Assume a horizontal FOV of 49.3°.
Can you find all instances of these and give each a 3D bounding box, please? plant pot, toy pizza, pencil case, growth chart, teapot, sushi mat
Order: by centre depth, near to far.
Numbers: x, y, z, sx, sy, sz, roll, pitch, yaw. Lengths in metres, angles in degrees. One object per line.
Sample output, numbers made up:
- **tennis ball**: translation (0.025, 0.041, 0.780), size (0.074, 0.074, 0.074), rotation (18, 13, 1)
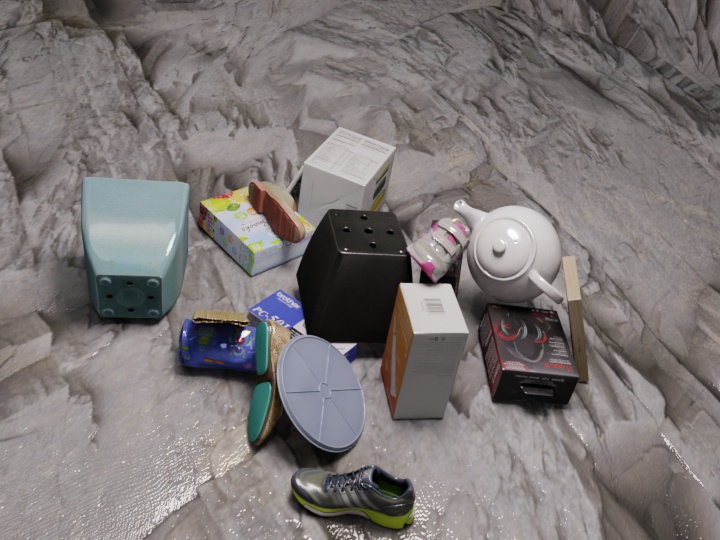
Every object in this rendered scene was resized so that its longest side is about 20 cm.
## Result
- **toy pizza**: translation (-0.068, 0.203, 1.294), size (0.199, 0.031, 0.203), rotation (33, 41, -34)
- **pencil case**: translation (-0.220, 0.139, 1.364), size (0.195, 0.079, 0.088), rotation (9, 49, -4)
- **sushi mat**: translation (-0.246, 0.083, 1.379), size (0.094, 0.012, 0.200), rotation (7, 0, -11)
- **plant pot**: translation (-0.414, -0.025, 1.439), size (0.191, 0.198, 0.203), rotation (1, 48, -13)
- **plant pot**: translation (0.000, 0.000, 1.447), size (0.196, 0.180, 0.201), rotation (3, 38, -15)
- **teapot**: translation (0.284, -0.033, 1.482), size (0.196, 0.202, 0.146), rotation (-3, -8, 24)
- **growth chart**: translation (-0.123, -0.232, 1.812), size (0.018, 0.145, 0.200), rotation (37, 35, -1)

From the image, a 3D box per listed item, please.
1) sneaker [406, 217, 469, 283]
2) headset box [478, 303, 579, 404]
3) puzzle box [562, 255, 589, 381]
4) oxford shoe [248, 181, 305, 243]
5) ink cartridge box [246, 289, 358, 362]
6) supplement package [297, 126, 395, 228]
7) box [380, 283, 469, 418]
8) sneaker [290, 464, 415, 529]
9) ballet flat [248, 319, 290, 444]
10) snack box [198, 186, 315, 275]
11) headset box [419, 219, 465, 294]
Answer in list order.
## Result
- **sneaker**: translation (0.143, -0.048, 1.385), size (0.081, 0.088, 0.200), rotation (47, 24, -6)
- **headset box**: translation (0.311, 0.160, 1.461), size (0.145, 0.076, 0.202), rotation (7, 38, -7)
- **puzzle box**: translation (0.409, 0.091, 1.490), size (0.025, 0.203, 0.134), rotation (-6, 34, 14)
- **oxford shoe**: translation (-0.157, -0.129, 1.615), size (0.073, 0.072, 0.200), rotation (-13, 45, -34)
- **ink cartridge box**: translation (-0.109, 0.117, 1.446), size (0.198, 0.045, 0.094), rotation (31, 40, 24)
- **supplement package**: translation (-0.031, -0.197, 1.772), size (0.148, 0.154, 0.201), rotation (21, 38, 12)
- **box**: translation (0.105, 0.139, 1.344), size (0.095, 0.203, 0.125), rotation (1, 38, -12)
- **sneaker**: translation (-0.007, 0.324, 1.181), size (0.195, 0.082, 0.075), rotation (10, 37, -2)
- **ballet flat**: translation (-0.141, 0.183, 1.287), size (0.064, 0.070, 0.205), rotation (14, 74, -36)
- **snack box**: translation (-0.220, -0.093, 1.664), size (0.167, 0.069, 0.199), rotation (-24, 52, -38)
- **headset box**: translation (0.158, 0.019, 1.548), size (0.073, 0.151, 0.201), rotation (8, 38, 8)
